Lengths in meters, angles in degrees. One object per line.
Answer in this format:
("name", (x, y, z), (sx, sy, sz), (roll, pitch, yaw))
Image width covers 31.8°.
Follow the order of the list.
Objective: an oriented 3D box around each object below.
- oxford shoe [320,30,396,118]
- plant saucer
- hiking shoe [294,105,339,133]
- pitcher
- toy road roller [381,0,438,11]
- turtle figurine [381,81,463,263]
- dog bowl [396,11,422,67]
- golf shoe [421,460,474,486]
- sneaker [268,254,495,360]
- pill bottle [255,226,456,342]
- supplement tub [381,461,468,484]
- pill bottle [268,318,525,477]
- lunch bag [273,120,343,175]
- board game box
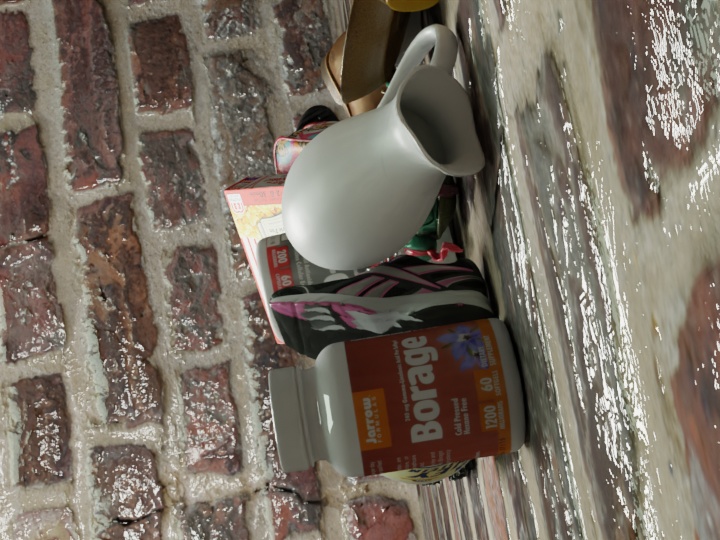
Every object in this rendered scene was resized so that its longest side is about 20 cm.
("oxford shoe", (0.029, -0.163, 1.300), (0.200, 0.071, 0.071), (55, 148, 11))
("plant saucer", (0.025, -0.252, 1.190), (0.200, 0.035, 0.201), (15, -90, -84))
("hiking shoe", (-0.047, -0.107, 1.571), (0.101, 0.075, 0.201), (-119, 22, -75))
("pitcher", (0.019, -0.103, 1.081), (0.200, 0.121, 0.172), (-40, 33, 46))
("toy road roller", (-0.007, -0.306, 1.000), (0.200, 0.145, 0.123), (83, 178, -51))
("turtle figurine", (0.046, -0.081, 1.226), (0.150, 0.100, 0.201), (-154, 67, -71))
("dog bowl", (0.026, -0.316, 1.381), (0.200, 0.058, 0.201), (170, 90, -88))
("golf shoe", (0.094, 0.216, 1.568), (0.200, 0.077, 0.095), (94, 167, -78))
("sneaker", (0.020, 0.028, 1.131), (0.087, 0.199, 0.081), (-86, -3, -47))
("pill bottle", (0.000, 0.000, 1.315), (0.114, 0.199, 0.115), (-13, -90, -87))
("supplement tub", (0.055, 0.130, 1.229), (0.200, 0.144, 0.146), (85, 175, -74))
("pill bottle", (0.028, 0.108, 1.037), (0.112, 0.199, 0.113), (171, 90, -89))
("lunch bag", (-0.001, -0.079, 1.434), (0.082, 0.199, 0.177), (-28, -66, -46))
("board game box", (-0.060, -0.012, 1.439), (0.046, 0.151, 0.201), (-35, -66, -42))
